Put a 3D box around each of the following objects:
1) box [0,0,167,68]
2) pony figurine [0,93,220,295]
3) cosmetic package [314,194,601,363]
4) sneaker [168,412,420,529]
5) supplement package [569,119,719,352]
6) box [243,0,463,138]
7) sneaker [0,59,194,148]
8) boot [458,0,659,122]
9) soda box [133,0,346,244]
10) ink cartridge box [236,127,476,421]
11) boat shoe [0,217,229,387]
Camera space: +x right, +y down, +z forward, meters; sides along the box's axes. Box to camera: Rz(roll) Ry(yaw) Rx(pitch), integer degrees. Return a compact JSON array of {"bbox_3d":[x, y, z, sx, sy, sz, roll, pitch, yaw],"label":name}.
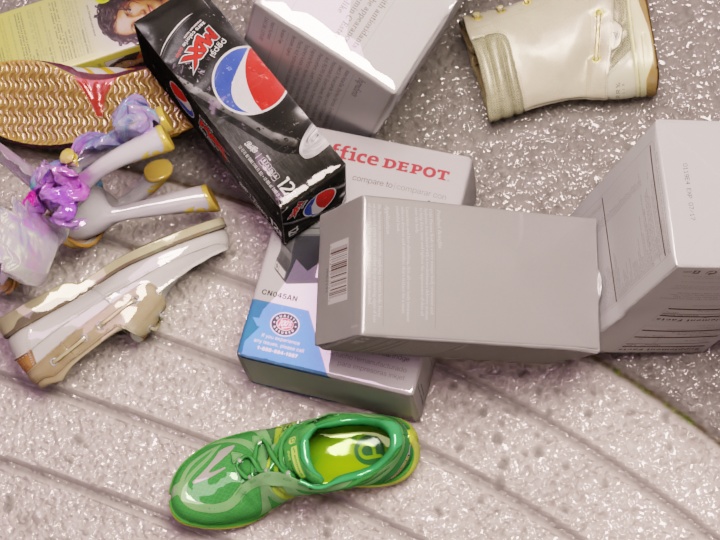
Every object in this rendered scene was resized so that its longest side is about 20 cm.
[{"bbox_3d":[-0.225,-0.201,1.527,0.199,0.050,0.076,-19,69,0],"label":"box"},{"bbox_3d":[-0.233,-0.059,1.394,0.199,0.193,0.167,-26,60,4],"label":"pony figurine"},{"bbox_3d":[0.074,0.010,1.323,0.199,0.090,0.108,7,77,-25],"label":"cosmetic package"},{"bbox_3d":[-0.055,0.143,1.371,0.199,0.084,0.074,-15,70,1],"label":"sneaker"},{"bbox_3d":[0.237,-0.020,1.323,0.109,0.200,0.114,1,71,-14],"label":"supplement package"},{"bbox_3d":[0.011,-0.222,1.416,0.130,0.200,0.199,33,76,-1],"label":"box"},{"bbox_3d":[-0.222,-0.135,1.484,0.199,0.090,0.075,3,91,2],"label":"sneaker"},{"bbox_3d":[0.156,-0.225,1.485,0.154,0.072,0.201,-11,71,5],"label":"boot"},{"bbox_3d":[-0.093,-0.123,1.383,0.063,0.071,0.200,-35,72,-13],"label":"soda box"},{"bbox_3d":[0.000,0.000,1.414,0.144,0.084,0.201,12,72,9],"label":"ink cartridge box"},{"bbox_3d":[-0.188,0.025,1.440,0.199,0.075,0.069,-27,90,-6],"label":"boat shoe"}]
